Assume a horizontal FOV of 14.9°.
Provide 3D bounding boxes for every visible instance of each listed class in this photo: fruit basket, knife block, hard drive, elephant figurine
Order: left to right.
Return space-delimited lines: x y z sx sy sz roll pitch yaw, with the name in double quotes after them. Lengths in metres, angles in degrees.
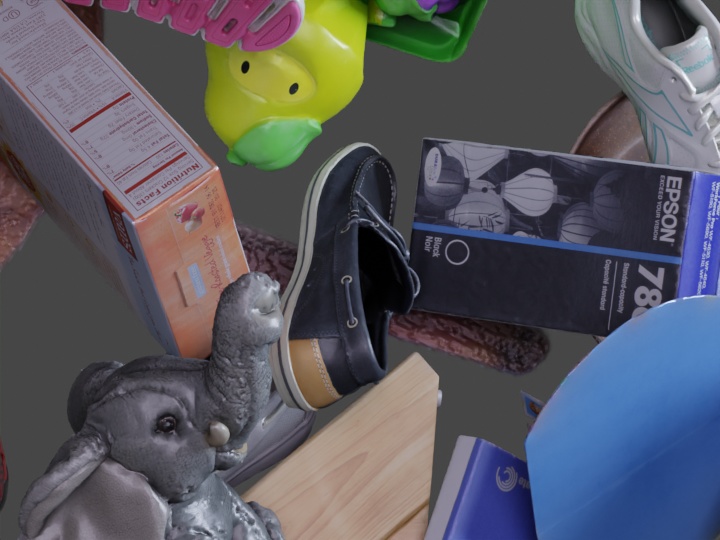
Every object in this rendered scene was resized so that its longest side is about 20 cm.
-0.104 0.101 1.385 0.155 0.141 0.201 -28 116 -17 "elephant figurine"
-0.051 0.140 1.509 0.175 0.064 0.201 6 79 -7 "knife block"
-0.029 -0.165 1.539 0.215 0.156 0.216 6 61 -11 "fruit basket"
0.071 0.207 1.496 0.132 0.025 0.201 30 74 -39 "hard drive"

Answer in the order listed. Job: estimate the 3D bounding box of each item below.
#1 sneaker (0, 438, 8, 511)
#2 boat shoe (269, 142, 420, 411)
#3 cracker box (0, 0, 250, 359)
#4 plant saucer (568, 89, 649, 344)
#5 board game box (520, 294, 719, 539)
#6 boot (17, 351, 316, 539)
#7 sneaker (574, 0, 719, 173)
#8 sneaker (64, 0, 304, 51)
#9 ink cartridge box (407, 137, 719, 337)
-0.244 0.047 1.486 0.071 0.098 0.201 -20 84 -12 "sneaker"
0.000 0.000 1.499 0.062 0.200 0.075 -12 123 20 "boat shoe"
-0.137 -0.058 1.460 0.058 0.134 0.200 -33 56 -14 "cracker box"
0.206 -0.019 1.584 0.200 0.037 0.201 1 77 -5 "plant saucer"
0.144 0.094 1.501 0.158 0.200 0.039 -31 43 -24 "board game box"
-0.113 0.095 1.484 0.200 0.096 0.074 -38 56 -17 "boot"
0.187 -0.092 1.541 0.070 0.080 0.201 -31 84 -13 "sneaker"
-0.117 -0.184 1.448 0.199 0.074 0.088 20 41 -2 "sneaker"
0.126 -0.014 1.527 0.199 0.039 0.100 7 92 17 "ink cartridge box"
